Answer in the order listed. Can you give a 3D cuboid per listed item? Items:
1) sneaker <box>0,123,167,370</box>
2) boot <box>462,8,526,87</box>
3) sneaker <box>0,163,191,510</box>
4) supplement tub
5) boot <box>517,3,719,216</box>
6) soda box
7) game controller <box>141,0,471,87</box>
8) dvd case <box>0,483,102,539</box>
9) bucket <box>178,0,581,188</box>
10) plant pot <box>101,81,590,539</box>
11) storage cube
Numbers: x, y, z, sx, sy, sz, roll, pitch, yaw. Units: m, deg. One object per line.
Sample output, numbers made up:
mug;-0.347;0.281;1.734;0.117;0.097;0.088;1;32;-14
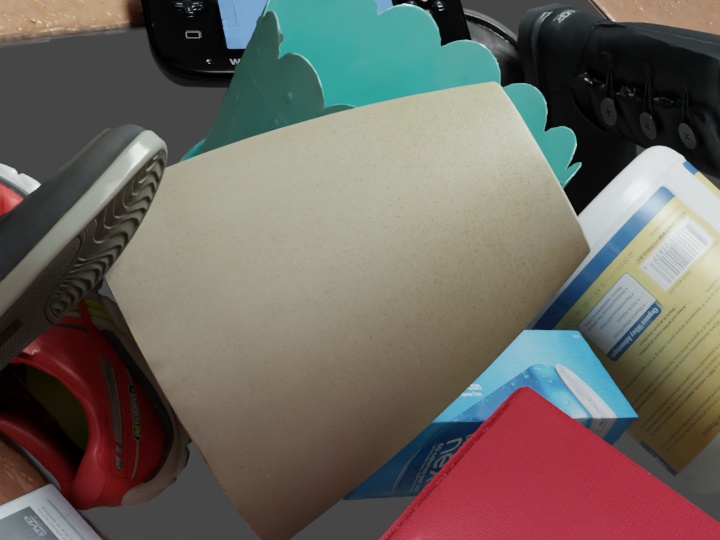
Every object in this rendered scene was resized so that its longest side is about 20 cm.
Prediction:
sneaker;-0.181;-0.011;1.078;0.106;0.200;0.075;43;-8;13
boot;0.028;-0.106;1.588;0.199;0.069;0.174;20;35;-17
sneaker;-0.159;0.027;1.164;0.200;0.077;0.085;49;35;17
supplement tub;0.203;0.040;1.495;0.200;0.145;0.145;43;29;7
boot;0.193;-0.082;1.582;0.066;0.165;0.200;-37;32;-25
soda box;0.058;0.076;1.359;0.200;0.064;0.068;2;46;-48
game controller;-0.033;-0.151;1.523;0.199;0.042;0.105;-2;41;-13
dvd case;-0.142;0.172;1.027;0.150;0.025;0.200;46;28;13
bucket;0.005;-0.054;1.381;0.207;0.135;0.207;27;23;-13
plant pot;0.000;0.000;1.181;0.188;0.199;0.187;60;2;-4
storage cube;0.069;0.192;1.056;0.200;0.171;0.180;35;35;9
